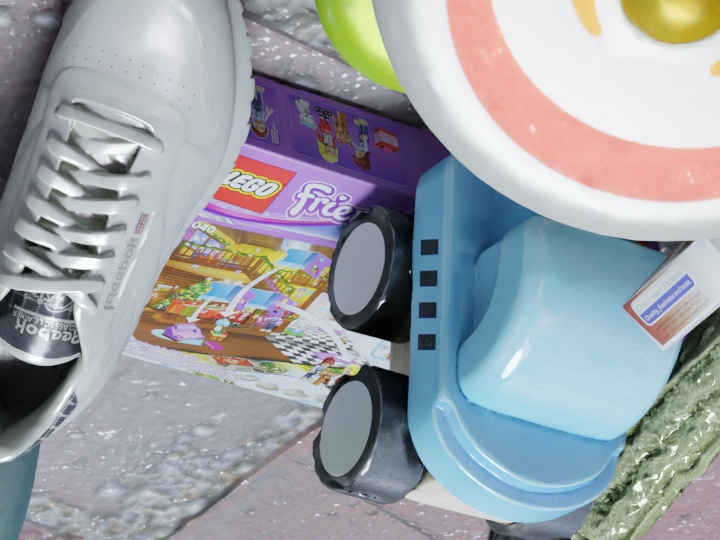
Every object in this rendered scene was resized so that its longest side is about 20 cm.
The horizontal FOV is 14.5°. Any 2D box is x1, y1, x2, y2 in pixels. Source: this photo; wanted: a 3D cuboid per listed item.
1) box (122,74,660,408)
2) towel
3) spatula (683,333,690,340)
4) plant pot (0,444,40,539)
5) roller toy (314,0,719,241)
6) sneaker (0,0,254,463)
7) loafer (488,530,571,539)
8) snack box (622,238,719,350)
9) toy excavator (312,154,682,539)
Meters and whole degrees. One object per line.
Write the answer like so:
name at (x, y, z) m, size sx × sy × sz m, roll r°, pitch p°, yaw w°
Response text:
box at (0.000, 0.000, 1.119) m, size 0.200 × 0.039 × 0.137 m, roll 17°, pitch 138°, yaw -28°
towel at (0.154, 0.014, 1.060) m, size 0.036 × 0.148 × 0.200 m, roll 40°, pitch 129°, yaw 5°
spatula at (0.197, 0.051, 1.155) m, size 0.200 × 0.021 × 0.057 m, roll 6°, pitch 134°, yaw 35°
plant pot at (-0.243, 0.076, 1.054) m, size 0.196 × 0.200 × 0.196 m, roll -25°, pitch 140°, yaw 26°
roller toy at (0.093, -0.111, 0.848) m, size 0.182 × 0.140 × 0.200 m, roll 18°, pitch 118°, yaw -9°
sneaker at (-0.094, -0.022, 0.999) m, size 0.076 × 0.081 × 0.200 m, roll 22°, pitch 119°, yaw 5°
loafer at (0.086, 0.184, 1.363) m, size 0.073 × 0.072 × 0.200 m, roll -5°, pitch 145°, yaw -3°
snack box at (0.163, -0.048, 0.965) m, size 0.024 × 0.200 × 0.072 m, roll 45°, pitch 139°, yaw 3°
toy excavator at (0.081, -0.016, 1.004) m, size 0.100 × 0.195 × 0.200 m, roll 18°, pitch 151°, yaw -29°
